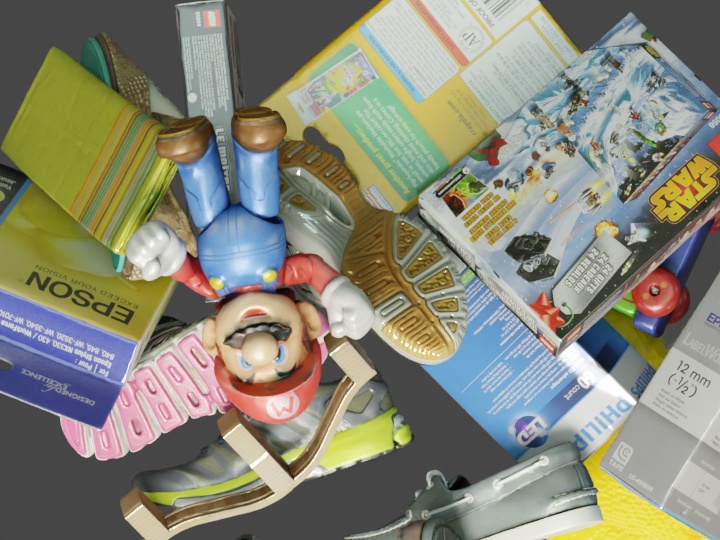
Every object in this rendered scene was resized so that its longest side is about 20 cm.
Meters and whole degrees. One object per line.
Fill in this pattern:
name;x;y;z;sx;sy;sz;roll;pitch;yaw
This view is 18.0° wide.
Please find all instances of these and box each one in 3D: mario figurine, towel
mario figurine;-0.068;0.003;1.435;0.123;0.106;0.201;0;109;39
towel;-0.182;-0.083;1.536;0.018;0.200;0.086;25;98;-39

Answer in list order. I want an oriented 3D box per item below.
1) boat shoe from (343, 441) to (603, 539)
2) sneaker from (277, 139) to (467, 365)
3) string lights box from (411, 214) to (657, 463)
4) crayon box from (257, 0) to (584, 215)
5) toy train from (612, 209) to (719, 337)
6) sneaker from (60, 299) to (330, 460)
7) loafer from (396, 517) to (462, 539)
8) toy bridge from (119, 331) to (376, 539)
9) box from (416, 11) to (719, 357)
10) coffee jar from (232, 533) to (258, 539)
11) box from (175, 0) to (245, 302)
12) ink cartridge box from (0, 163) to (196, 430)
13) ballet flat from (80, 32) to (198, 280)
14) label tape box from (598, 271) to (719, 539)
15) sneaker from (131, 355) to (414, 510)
boat shoe;0.071;0.165;1.565;0.199;0.073;0.062;-16;80;27
sneaker;0.000;0.000;1.522;0.075;0.088;0.200;-27;58;-25
string lights box;0.099;0.044;1.567;0.200;0.059;0.103;45;120;0
crayon box;0.043;-0.130;1.590;0.200;0.052;0.126;-39;89;0
toy train;0.202;-0.066;1.579;0.115;0.085;0.201;24;91;14
sneaker;-0.112;0.061;1.568;0.199;0.088;0.074;-24;111;14
loafer;0.048;0.232;1.530;0.062;0.200;0.072;-3;55;18
toy bridge;-0.069;0.123;1.524;0.200;0.027;0.067;-39;118;5
box;0.155;-0.058;1.506;0.200;0.040;0.137;-40;75;-14
coffee jar;-0.137;0.273;1.577;0.199;0.085;0.105;-28;93;0
box;-0.096;-0.080;1.564;0.034;0.110;0.202;-6;90;1
ink cartridge box;-0.230;0.004;1.528;0.196;0.200;0.047;21;120;0
ballet flat;-0.149;-0.079;1.566;0.065;0.071;0.201;-1;58;-19
label tape box;0.267;0.084;1.540;0.066;0.143;0.201;35;92;41
sneaker;-0.067;0.116;1.590;0.199;0.074;0.081;-18;83;-6
